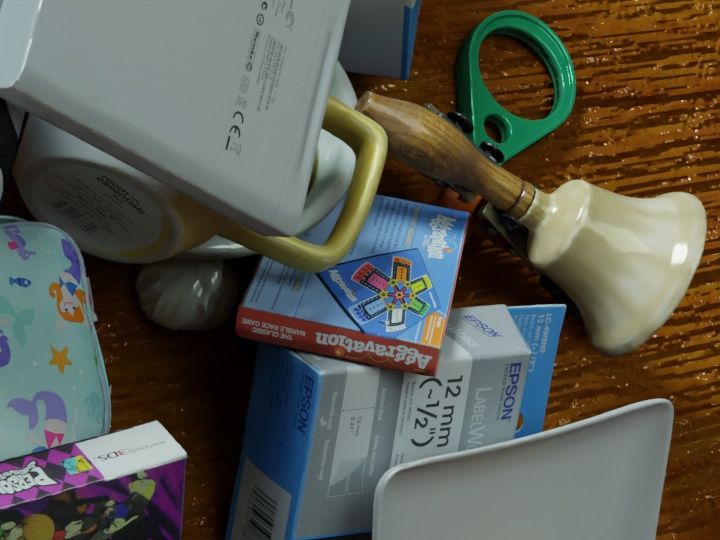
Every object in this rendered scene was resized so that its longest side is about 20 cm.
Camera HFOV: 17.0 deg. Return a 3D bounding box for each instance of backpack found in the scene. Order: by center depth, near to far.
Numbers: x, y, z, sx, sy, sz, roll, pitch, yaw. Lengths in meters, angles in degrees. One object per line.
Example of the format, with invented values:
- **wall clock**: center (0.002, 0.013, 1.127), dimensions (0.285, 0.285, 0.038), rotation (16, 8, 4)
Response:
- **backpack**: center (-0.203, 0.074, 1.129), dimensions (0.177, 0.151, 0.200), rotation (-3, 76, -34)

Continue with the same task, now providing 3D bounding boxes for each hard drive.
- **hard drive**: center (-0.081, -0.108, 1.083), dimensions (0.200, 0.027, 0.132), rotation (29, 70, -52)

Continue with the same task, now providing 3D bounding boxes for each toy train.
- **toy train**: center (0.091, -0.029, 1.405), dimensions (0.200, 0.046, 0.034), rotation (43, 67, -29)

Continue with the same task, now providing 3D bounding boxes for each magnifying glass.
- **magnifying glass**: center (0.077, -0.077, 1.457), dimensions (0.080, 0.022, 0.200), rotation (36, 52, -15)

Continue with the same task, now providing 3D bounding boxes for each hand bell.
- **hand bell**: center (0.082, -0.042, 1.330), dimensions (0.200, 0.104, 0.104), rotation (29, 56, -21)

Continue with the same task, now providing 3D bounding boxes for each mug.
- **mug**: center (-0.085, -0.084, 1.187), dimensions (0.186, 0.149, 0.153), rotation (14, 57, 9)

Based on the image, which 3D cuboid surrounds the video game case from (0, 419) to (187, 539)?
- **video game case**: center (-0.167, 0.176, 1.075), dimensions (0.181, 0.200, 0.036), rotation (-14, 35, -31)

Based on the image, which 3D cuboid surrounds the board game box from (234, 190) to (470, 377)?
- **board game box**: center (0.000, 0.000, 1.276), dimensions (0.103, 0.019, 0.200), rotation (11, 21, 3)

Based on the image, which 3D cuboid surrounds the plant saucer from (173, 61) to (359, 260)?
- **plant saucer**: center (-0.101, -0.077, 1.299), dimensions (0.200, 0.050, 0.200), rotation (10, 51, -12)

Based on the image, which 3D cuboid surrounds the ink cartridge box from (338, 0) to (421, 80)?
- **ink cartridge box**: center (0.005, -0.234, 1.391), dimensions (0.085, 0.145, 0.200), rotation (9, 60, 4)

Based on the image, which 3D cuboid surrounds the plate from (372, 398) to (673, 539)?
- **plate**: center (0.073, 0.169, 1.274), dimensions (0.199, 0.032, 0.200), rotation (-11, 118, -35)

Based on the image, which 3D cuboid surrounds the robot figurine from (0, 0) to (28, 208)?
- **robot figurine**: center (-0.201, -0.095, 1.049), dimensions (0.150, 0.125, 0.200), rotation (21, 60, -21)

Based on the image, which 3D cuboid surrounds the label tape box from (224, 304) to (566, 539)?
- **label tape box**: center (0.034, 0.098, 1.272), dimensions (0.200, 0.066, 0.143), rotation (-3, 113, -33)

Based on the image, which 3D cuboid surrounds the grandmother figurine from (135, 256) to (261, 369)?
- **grandmother figurine**: center (-0.029, 0.034, 1.316), dimensions (0.200, 0.061, 0.121), rotation (21, 31, -21)
